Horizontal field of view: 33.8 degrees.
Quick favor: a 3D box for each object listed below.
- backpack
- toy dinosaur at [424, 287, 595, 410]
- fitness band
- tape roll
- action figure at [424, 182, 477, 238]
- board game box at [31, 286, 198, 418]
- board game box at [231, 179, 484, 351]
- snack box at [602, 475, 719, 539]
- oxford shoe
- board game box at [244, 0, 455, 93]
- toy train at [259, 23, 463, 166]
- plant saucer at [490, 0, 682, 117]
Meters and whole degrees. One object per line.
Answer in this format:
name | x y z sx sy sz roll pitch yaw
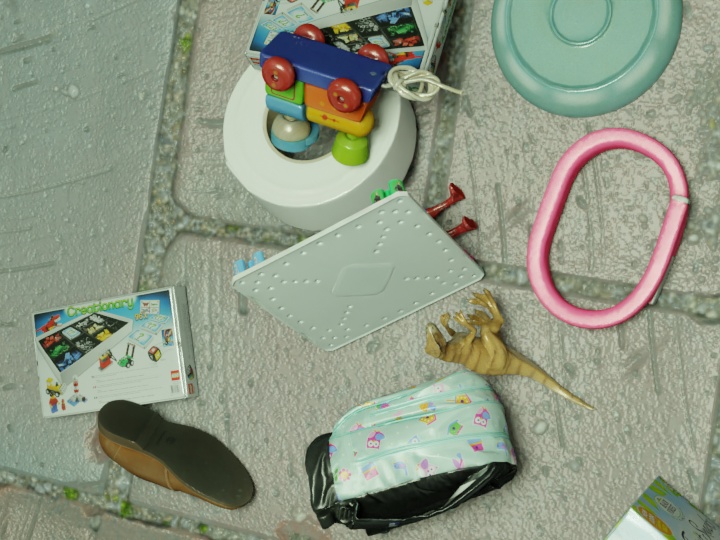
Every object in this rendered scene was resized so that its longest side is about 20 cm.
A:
backpack | 0.054 0.185 1.185 0.197 0.167 0.129 -20 76 13
toy dinosaur | 0.135 0.084 1.194 0.060 0.197 0.108 -45 37 44
fitness band | 0.245 -0.041 1.180 0.142 0.037 0.203 21 94 21
tape roll | -0.044 -0.148 1.250 0.199 0.071 0.206 -6 70 16
action figure | 0.024 -0.023 1.258 0.198 0.051 0.066 -30 70 20
board game box | -0.288 0.096 1.380 0.197 0.035 0.129 -9 85 20
board game box | 0.000 0.000 1.192 0.198 0.200 0.026 -26 56 17
snack box | 0.301 0.274 1.058 0.168 0.199 0.068 40 101 18
oxford shoe | -0.209 0.219 1.339 0.198 0.071 0.072 27 131 14
board game box | -0.008 -0.256 1.210 0.197 0.035 0.128 12 73 20
toy train | -0.001 -0.150 1.142 0.197 0.085 0.117 20 134 15
plant saucer | 0.225 -0.259 1.203 0.197 0.027 0.204 -1 87 20
